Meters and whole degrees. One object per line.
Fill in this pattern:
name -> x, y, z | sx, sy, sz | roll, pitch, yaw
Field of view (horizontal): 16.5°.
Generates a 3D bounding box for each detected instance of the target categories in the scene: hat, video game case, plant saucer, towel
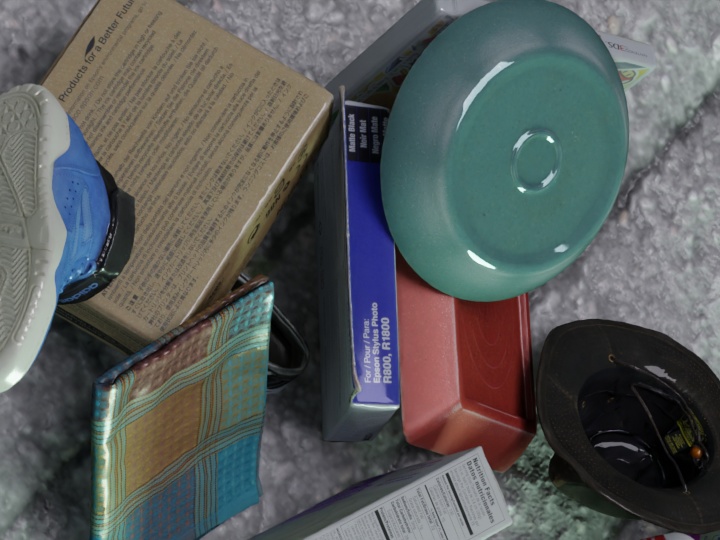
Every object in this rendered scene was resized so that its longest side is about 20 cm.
hat -> 0.185, 0.126, 1.772 | 0.200, 0.081, 0.202 | 24, 43, -24
video game case -> 0.070, -0.116, 1.689 | 0.181, 0.200, 0.023 | 11, 59, -32
plant saucer -> 0.075, 0.027, 1.693 | 0.199, 0.036, 0.202 | 25, 61, -65
towel -> -0.110, 0.108, 1.533 | 0.022, 0.201, 0.146 | 35, 50, 27
plant saucer -> 0.104, -0.073, 1.596 | 0.199, 0.036, 0.201 | -11, 111, -32

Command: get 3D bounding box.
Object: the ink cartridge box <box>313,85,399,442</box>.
ink cartridge box -> 0.000, 0.000, 1.617 | 0.040, 0.200, 0.201 | -1, 78, -6

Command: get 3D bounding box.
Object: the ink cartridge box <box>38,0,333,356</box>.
ink cartridge box -> -0.135, -0.059, 1.552 | 0.164, 0.075, 0.201 | 31, 73, 8

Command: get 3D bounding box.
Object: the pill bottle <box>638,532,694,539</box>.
pill bottle -> 0.181, 0.241, 1.675 | 0.199, 0.112, 0.113 | -14, 86, 1

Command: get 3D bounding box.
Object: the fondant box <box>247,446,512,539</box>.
fondant box -> -0.023, 0.184, 1.585 | 0.199, 0.144, 0.059 | -23, 90, -36

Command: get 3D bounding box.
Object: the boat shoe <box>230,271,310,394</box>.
boat shoe -> -0.111, 0.004, 1.610 | 0.199, 0.071, 0.072 | 35, 62, -16

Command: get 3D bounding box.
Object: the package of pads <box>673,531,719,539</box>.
package of pads -> 0.281, 0.267, 1.765 | 0.068, 0.154, 0.201 | 21, 67, -29

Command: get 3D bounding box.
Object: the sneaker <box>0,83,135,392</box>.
sneaker -> -0.177, 0.001, 1.422 | 0.111, 0.076, 0.201 | 50, 30, -46
